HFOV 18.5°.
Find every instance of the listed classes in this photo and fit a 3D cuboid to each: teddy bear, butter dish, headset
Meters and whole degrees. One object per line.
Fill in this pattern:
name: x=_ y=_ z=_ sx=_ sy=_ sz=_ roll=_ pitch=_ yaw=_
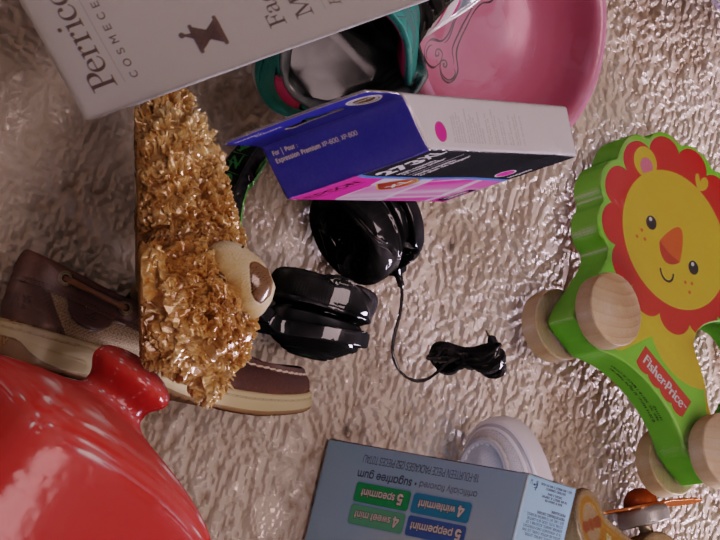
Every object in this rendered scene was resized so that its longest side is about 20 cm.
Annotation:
teddy bear: x=-0.081 y=-0.019 z=1.112 sx=0.067 sy=0.200 sz=0.145 roll=-3 pitch=104 yaw=-6
butter dish: x=-0.148 y=0.103 z=1.061 sx=0.199 sy=0.200 sz=0.148 roll=42 pitch=79 yaw=-34
headset: x=0.000 y=0.000 z=1.262 sx=0.200 sy=0.094 sz=0.124 roll=44 pitch=66 yaw=-34

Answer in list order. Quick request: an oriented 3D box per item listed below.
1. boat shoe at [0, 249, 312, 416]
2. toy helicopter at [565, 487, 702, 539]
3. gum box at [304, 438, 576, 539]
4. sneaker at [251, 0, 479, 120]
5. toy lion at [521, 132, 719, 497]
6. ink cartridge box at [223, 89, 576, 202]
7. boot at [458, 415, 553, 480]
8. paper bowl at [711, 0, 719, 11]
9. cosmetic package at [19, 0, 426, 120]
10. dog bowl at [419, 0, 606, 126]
boat shoe: x=-0.105 y=0.033 z=1.193 sx=0.200 sy=0.072 sz=0.072 roll=15 pitch=84 yaw=-34
toy helicopter: x=0.177 y=0.187 z=1.435 sx=0.200 sy=0.079 sz=0.133 roll=43 pitch=43 yaw=-46
gum box: x=0.027 y=0.205 z=1.250 sx=0.044 sy=0.170 sz=0.201 roll=21 pitch=79 yaw=-40
sneaker: x=0.023 y=-0.150 z=1.178 sx=0.200 sy=0.121 sz=0.084 roll=-42 pitch=103 yaw=6
toy lion: x=0.203 y=0.018 z=1.446 sx=0.200 sy=0.069 sz=0.192 roll=50 pitch=52 yaw=-18
ink cartridge box: x=0.025 y=-0.065 z=1.180 sx=0.200 sy=0.095 sz=0.037 roll=2 pitch=74 yaw=-55
boot: x=0.063 y=0.192 z=1.342 sx=0.095 sy=0.073 sz=0.201 roll=-4 pitch=97 yaw=-47
paper bowl: x=0.276 y=-0.258 z=1.462 sx=0.200 sy=0.104 sz=0.201 roll=-14 pitch=109 yaw=-50
cosmetic package: x=-0.068 y=-0.204 z=1.086 sx=0.165 sy=0.199 sz=0.165 roll=62 pitch=23 yaw=-23
dog bowl: x=0.066 y=-0.150 z=1.323 sx=0.200 sy=0.074 sz=0.201 roll=-4 pitch=96 yaw=-41
